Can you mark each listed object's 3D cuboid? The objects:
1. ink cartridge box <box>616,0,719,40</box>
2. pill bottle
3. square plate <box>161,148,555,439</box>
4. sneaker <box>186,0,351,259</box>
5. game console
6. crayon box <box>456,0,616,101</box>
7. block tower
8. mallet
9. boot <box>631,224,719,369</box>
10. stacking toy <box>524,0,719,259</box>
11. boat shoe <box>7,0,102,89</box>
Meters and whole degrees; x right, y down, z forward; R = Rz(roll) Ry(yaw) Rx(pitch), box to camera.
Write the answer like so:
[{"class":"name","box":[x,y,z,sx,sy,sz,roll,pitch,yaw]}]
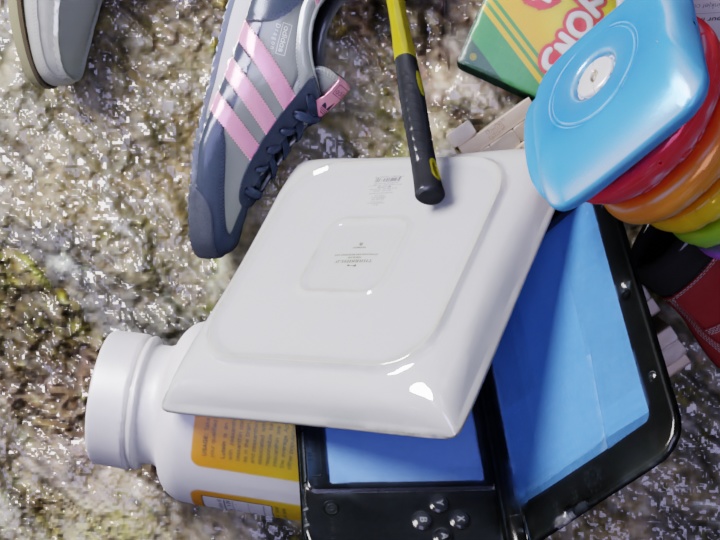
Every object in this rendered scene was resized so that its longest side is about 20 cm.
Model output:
[{"class":"ink cartridge box","box":[0.193,-0.170,0.700,0.114,0.201,0.068,-1,49,10]},{"class":"pill bottle","box":[-0.061,0.092,0.801,0.197,0.111,0.113,8,95,4]},{"class":"square plate","box":[0.000,0.000,0.730,0.198,0.199,0.029,1,139,35]},{"class":"sneaker","box":[-0.052,-0.099,0.807,0.081,0.070,0.203,15,96,7]},{"class":"game console","box":[0.053,0.043,0.701,0.173,0.202,0.117,1,138,-8]},{"class":"crayon box","box":[0.173,-0.143,0.798,0.198,0.051,0.128,24,95,2]},{"class":"block tower","box":[0.129,-0.014,0.809,0.058,0.054,0.201,-34,91,5]},{"class":"mallet","box":[0.031,-0.124,0.766,0.041,0.066,0.202,-24,64,28]},{"class":"boot","box":[0.256,-0.041,0.766,0.200,0.072,0.144,-46,110,4]},{"class":"stacking toy","box":[0.191,-0.050,0.693,0.199,0.117,0.110,31,129,-25]},{"class":"boat shoe","box":[-0.170,-0.212,0.807,0.067,0.075,0.203,6,94,9]}]
